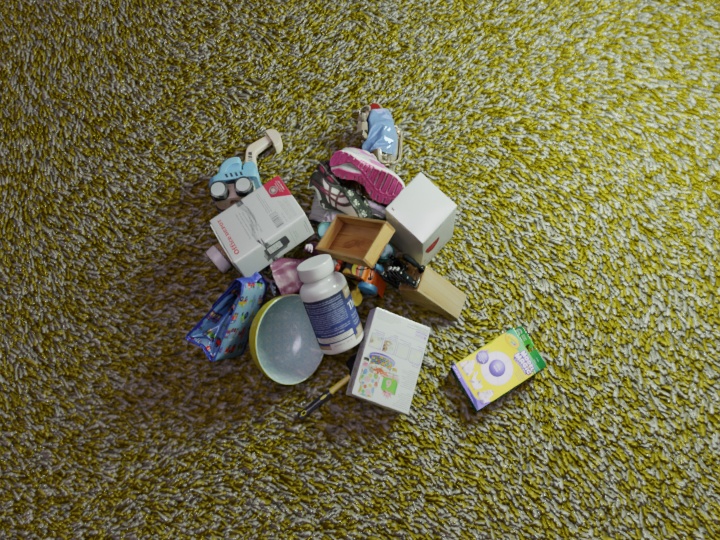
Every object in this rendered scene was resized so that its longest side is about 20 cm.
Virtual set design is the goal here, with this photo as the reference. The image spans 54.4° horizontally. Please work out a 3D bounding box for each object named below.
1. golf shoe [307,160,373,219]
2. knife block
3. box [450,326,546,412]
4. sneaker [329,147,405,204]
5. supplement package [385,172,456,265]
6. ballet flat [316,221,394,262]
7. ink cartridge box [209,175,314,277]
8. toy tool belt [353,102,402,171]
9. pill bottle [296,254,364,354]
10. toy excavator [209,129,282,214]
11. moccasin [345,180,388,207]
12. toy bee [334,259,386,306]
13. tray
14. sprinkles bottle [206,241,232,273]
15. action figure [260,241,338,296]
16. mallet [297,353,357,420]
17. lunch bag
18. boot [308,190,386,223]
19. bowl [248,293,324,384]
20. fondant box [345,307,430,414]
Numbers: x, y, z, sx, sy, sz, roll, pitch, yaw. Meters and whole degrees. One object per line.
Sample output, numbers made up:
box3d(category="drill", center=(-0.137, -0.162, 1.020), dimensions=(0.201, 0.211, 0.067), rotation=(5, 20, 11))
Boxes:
box3d(category="golf shoe", center=(-0.046, -0.167, 1.664), dimensions=(0.088, 0.077, 0.201), rotation=(-46, 70, 23))
box3d(category="knife block", center=(0.145, 0.031, 1.593), dimensions=(0.196, 0.176, 0.065), rotation=(22, 77, 10))
box3d(category="box", center=(0.316, 0.220, 1.593), dimensions=(0.197, 0.048, 0.119), rotation=(-31, 74, -6))
box3d(category="sneaker", center=(0.024, -0.235, 1.654), dimensions=(0.197, 0.089, 0.082), rotation=(32, 120, -11))
box3d(category="supplement package", center=(0.139, -0.109, 1.621), dimensions=(0.120, 0.200, 0.121), rotation=(43, 81, 15))
box3d(category="ballet flat", center=(-0.015, -0.063, 1.683), dimensions=(0.195, 0.070, 0.069), rotation=(17, 86, -5))
box3d(category="ink cartridge box", center=(-0.229, -0.100, 1.624), dimensions=(0.198, 0.084, 0.146), rotation=(-34, 59, -5))
box3d(category="toy tool belt", center=(0.043, -0.345, 1.737), dimensions=(0.121, 0.123, 0.206), rotation=(-6, 73, 3))
box3d(category="pill bottle", center=(-0.071, 0.073, 1.560), dimensions=(0.108, 0.111, 0.204), rotation=(-20, 109, -2))
box3d(category="toy excavator", center=(-0.287, -0.255, 1.760), dimensions=(0.189, 0.100, 0.205), rotation=(-8, 65, 1))
box3d(category="moccasin", center=(0.020, -0.203, 1.721), dimensions=(0.199, 0.078, 0.075), rotation=(32, 79, 13))
box3d(category="toy bee", center=(0.000, 0.000, 1.605), dimensions=(0.106, 0.202, 0.133), rotation=(17, 54, 14))
box3d(category="tray", center=(-0.014, -0.067, 1.553), dimensions=(0.198, 0.037, 0.100), rotation=(14, 68, 55))
box3d(category="sprinkles bottle", center=(-0.284, -0.085, 1.717), dimensions=(0.199, 0.068, 0.068), rotation=(-43, 75, -8))
box3d(category="action figure", center=(-0.130, 0.005, 1.679), dimensions=(0.195, 0.148, 0.138), rotation=(-16, 96, -20))
box3d(category="mallet", center=(-0.068, 0.267, 1.617), dimensions=(0.197, 0.041, 0.067), rotation=(-31, 75, -1))
box3d(category="lunch bag", center=(-0.282, 0.094, 1.593), dimensions=(0.093, 0.150, 0.202), rotation=(36, 98, 13))
box3d(category="boot", center=(-0.030, -0.133, 1.718), dimensions=(0.195, 0.074, 0.098), rotation=(17, 84, 15))
box3d(category="bowl", center=(-0.184, 0.154, 1.608), dimensions=(0.106, 0.198, 0.205), rotation=(2, 67, 49))
box3d(category="fondant box", center=(0.064, 0.205, 1.586), dimensions=(0.141, 0.058, 0.205), rotation=(21, 74, -14))
